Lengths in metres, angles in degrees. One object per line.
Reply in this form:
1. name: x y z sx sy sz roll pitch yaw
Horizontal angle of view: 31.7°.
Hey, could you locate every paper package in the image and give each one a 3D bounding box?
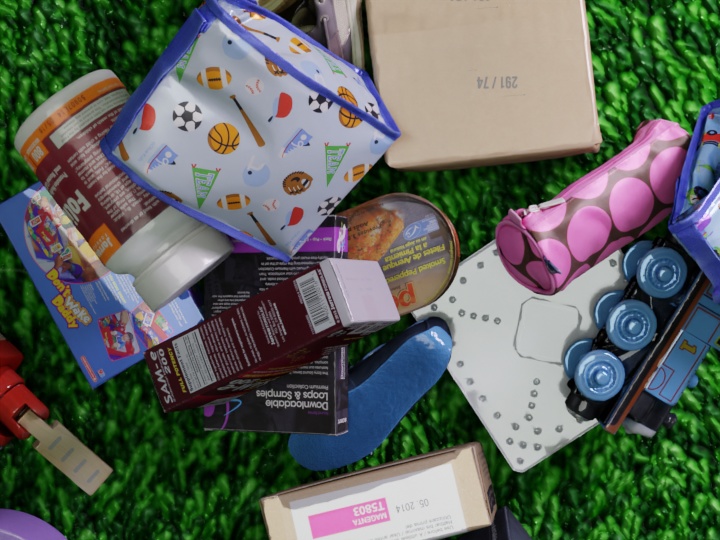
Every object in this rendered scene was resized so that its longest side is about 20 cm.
1. paper package: 0.112 -0.192 1.164 0.198 0.103 0.193 -6 92 6

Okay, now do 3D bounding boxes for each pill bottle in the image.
1. pill bottle: -0.211 -0.070 1.152 0.114 0.114 0.201 -38 91 7

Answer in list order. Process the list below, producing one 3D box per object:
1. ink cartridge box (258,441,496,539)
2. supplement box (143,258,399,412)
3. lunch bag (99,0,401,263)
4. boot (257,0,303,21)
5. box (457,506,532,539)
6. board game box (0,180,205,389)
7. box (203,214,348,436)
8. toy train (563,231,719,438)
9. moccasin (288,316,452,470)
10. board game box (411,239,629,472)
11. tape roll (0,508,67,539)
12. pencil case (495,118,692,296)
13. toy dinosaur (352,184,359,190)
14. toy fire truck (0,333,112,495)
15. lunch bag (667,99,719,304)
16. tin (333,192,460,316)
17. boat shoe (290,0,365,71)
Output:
1. ink cartridge box: 0.022 0.216 1.167 0.198 0.165 0.076 -14 83 7
2. supplement box: -0.077 0.057 1.109 0.199 0.109 0.061 -26 79 22
3. lunch bag: -0.098 -0.128 1.077 0.199 0.124 0.170 23 117 -40
4. boot: -0.116 -0.303 1.192 0.200 0.073 0.156 -41 88 10
5. box: 0.094 0.342 1.155 0.196 0.200 0.124 -39 92 7
6. board game box: -0.249 -0.006 1.239 0.134 0.045 0.201 -28 91 7
7. box: -0.080 0.051 1.189 0.141 0.036 0.203 0 88 24
8. toy train: 0.268 0.061 1.152 0.114 0.087 0.201 30 96 -4
9. moccasin: 0.017 0.120 1.210 0.199 0.068 0.081 -36 101 20
10. board game box: 0.178 0.057 1.214 0.199 0.026 0.201 -34 91 6
11. tape roll: -0.370 0.345 1.266 0.198 0.066 0.203 0 93 5
12. pencil case: 0.217 -0.062 1.138 0.199 0.091 0.094 -35 122 -18
13. toy dinosaur: -0.093 -0.126 1.194 0.088 0.048 0.200 -27 121 22
14. toy fire truck: -0.362 0.170 1.237 0.200 0.129 0.177 40 97 11
15. lunch bag: 0.343 -0.042 1.084 0.151 0.201 0.094 48 141 -18
16. tin: 0.000 0.000 1.206 0.198 0.042 0.113 -20 81 15
17. boat shoe: -0.033 -0.226 1.155 0.064 0.072 0.202 -10 129 -12
